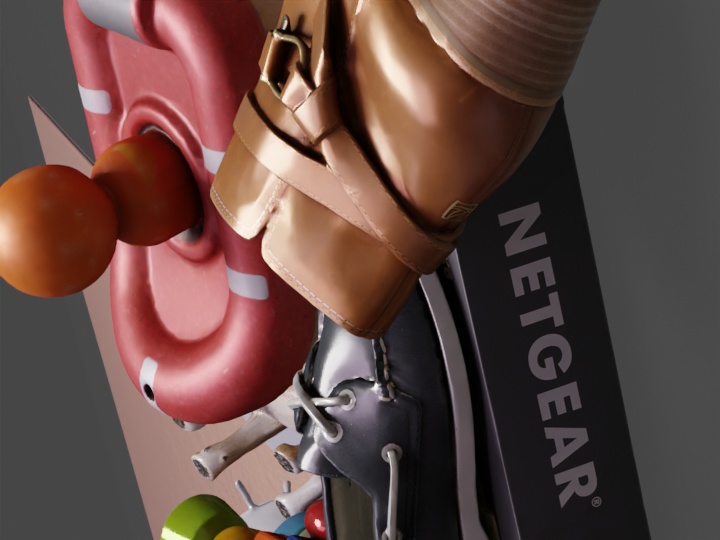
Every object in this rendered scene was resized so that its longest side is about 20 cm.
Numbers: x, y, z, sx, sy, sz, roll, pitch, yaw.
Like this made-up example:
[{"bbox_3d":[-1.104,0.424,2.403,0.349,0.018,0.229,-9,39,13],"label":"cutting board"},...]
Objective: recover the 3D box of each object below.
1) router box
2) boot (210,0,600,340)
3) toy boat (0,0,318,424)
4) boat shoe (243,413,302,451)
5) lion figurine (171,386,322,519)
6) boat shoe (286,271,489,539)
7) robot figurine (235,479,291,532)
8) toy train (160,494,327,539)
[{"bbox_3d":[0.043,0.017,0.818,0.157,0.052,0.200,-143,37,-68],"label":"router box"},{"bbox_3d":[-0.010,-0.089,0.706,0.155,0.074,0.200,-61,41,25],"label":"boot"},{"bbox_3d":[-0.088,-0.028,0.850,0.130,0.131,0.200,26,133,49],"label":"toy boat"},{"bbox_3d":[-0.053,0.015,1.201,0.069,0.057,0.200,-27,92,36],"label":"boat shoe"},{"bbox_3d":[-0.019,0.058,1.066,0.200,0.122,0.073,24,145,51],"label":"lion figurine"},{"bbox_3d":[0.006,0.063,0.779,0.076,0.060,0.200,-144,38,-67],"label":"boat shoe"},{"bbox_3d":[-0.022,0.210,1.198,0.170,0.113,0.200,49,-160,-75],"label":"robot figurine"},{"bbox_3d":[-0.045,0.123,0.885,0.116,0.200,0.085,21,91,49],"label":"toy train"}]
